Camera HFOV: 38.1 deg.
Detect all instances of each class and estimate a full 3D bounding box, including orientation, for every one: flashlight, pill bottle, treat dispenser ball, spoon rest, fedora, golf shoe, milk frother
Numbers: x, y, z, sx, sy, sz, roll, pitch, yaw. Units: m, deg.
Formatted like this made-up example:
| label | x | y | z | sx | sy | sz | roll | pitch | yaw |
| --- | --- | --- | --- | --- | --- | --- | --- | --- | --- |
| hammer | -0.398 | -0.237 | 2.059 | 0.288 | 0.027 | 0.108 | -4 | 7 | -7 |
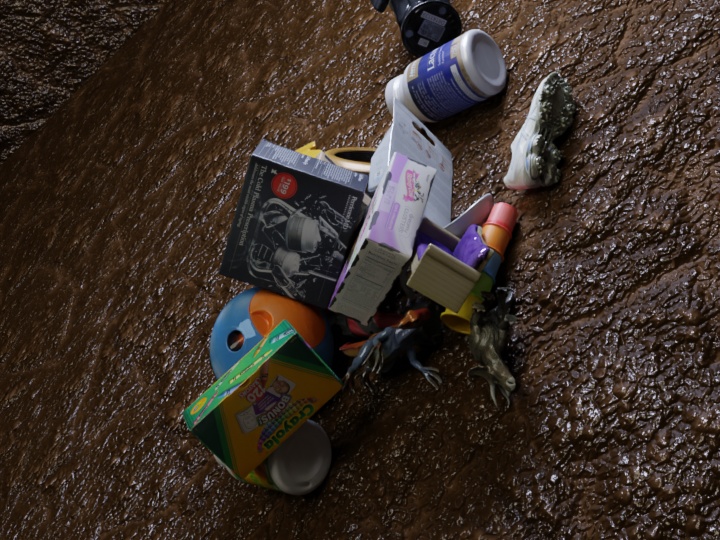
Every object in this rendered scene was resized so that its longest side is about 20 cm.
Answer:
| label | x | y | z | sx | sy | sz | roll | pitch | yaw |
| --- | --- | --- | --- | --- | --- | --- | --- | --- | --- |
| flashlight | 0.044 | 0.072 | 1.600 | 0.199 | 0.067 | 0.069 | -4 | 60 | 52 |
| pill bottle | 0.145 | -0.325 | 1.809 | 0.199 | 0.115 | 0.117 | -22 | 43 | 40 |
| treat dispenser ball | -0.141 | 0.124 | 1.663 | 0.200 | 0.200 | 0.202 | -33 | 37 | 29 |
| spoon rest | 0.127 | -0.045 | 1.585 | 0.200 | 0.061 | 0.099 | -47 | -7 | 0 |
| fedora | 0.022 | -0.158 | 1.791 | 0.200 | 0.198 | 0.083 | 33 | 123 | 58 |
| golf shoe | 0.264 | -0.212 | 1.588 | 0.097 | 0.078 | 0.202 | -17 | 45 | 51 |
| pill bottle | -0.144 | 0.276 | 1.604 | 0.199 | 0.111 | 0.112 | -2 | 57 | 52 |
| milk frother | 0.126 | -0.543 | 1.980 | 0.200 | 0.180 | 0.189 | -43 | 34 | 21 |

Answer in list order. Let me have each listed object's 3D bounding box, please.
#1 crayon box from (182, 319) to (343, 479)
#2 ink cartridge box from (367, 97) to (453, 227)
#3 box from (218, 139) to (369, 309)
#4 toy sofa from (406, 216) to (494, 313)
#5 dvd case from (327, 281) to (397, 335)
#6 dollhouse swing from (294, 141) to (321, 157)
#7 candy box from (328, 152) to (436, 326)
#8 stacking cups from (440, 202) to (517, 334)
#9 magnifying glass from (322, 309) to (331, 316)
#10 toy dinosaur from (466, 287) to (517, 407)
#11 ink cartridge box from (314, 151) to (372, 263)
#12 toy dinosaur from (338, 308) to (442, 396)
| label | x | y | z | sx | sy | sz | roll | pitch | yaw |
| --- | --- | --- | --- | --- | --- | --- | --- | --- | --- |
| crayon box | -0.137 | 0.183 | 1.480 | 0.200 | 0.119 | 0.058 | -43 | 29 | -3 |
| ink cartridge box | 0.083 | -0.159 | 1.684 | 0.047 | 0.160 | 0.202 | -27 | 39 | 32 |
| box | -0.102 | -0.072 | 1.613 | 0.104 | 0.180 | 0.202 | -80 | 7 | -70 |
| toy sofa | 0.118 | -0.023 | 1.446 | 0.098 | 0.082 | 0.200 | -59 | 6 | 12 |
| dvd case | -0.023 | 0.032 | 1.772 | 0.200 | 0.018 | 0.143 | -39 | 34 | 20 |
| dollhouse swing | -0.102 | -0.080 | 1.877 | 0.180 | 0.176 | 0.201 | -26 | 37 | 12 |
| candy box | 0.031 | -0.044 | 1.534 | 0.201 | 0.071 | 0.169 | 119 | 172 | -54 |
| stacking cups | 0.178 | -0.009 | 1.511 | 0.060 | 0.060 | 0.202 | -2 | 57 | 51 |
| magnifying glass | 0.000 | 0.000 | 1.739 | 0.200 | 0.022 | 0.080 | -47 | 32 | 7 |
| toy dinosaur | 0.172 | 0.083 | 1.412 | 0.201 | 0.076 | 0.103 | -87 | 10 | -61 |
| ink cartridge box | -0.069 | -0.064 | 1.709 | 0.200 | 0.164 | 0.075 | -46 | 13 | 17 |
| toy dinosaur | 0.032 | 0.101 | 1.515 | 0.182 | 0.104 | 0.201 | -57 | 43 | 22 |
